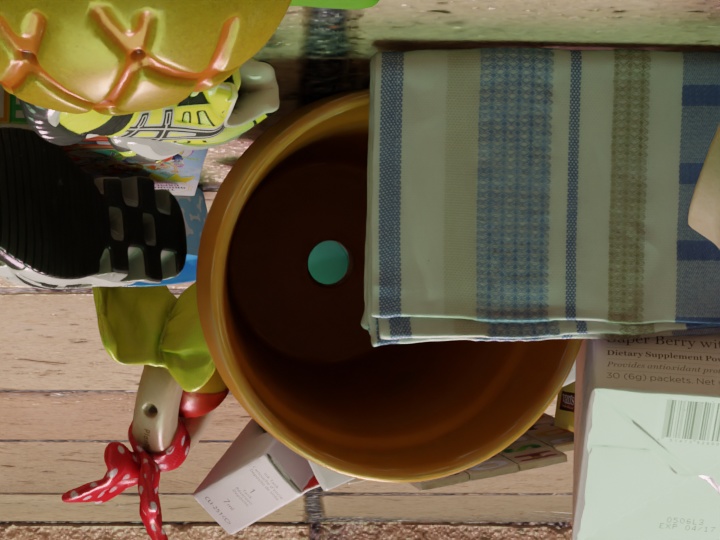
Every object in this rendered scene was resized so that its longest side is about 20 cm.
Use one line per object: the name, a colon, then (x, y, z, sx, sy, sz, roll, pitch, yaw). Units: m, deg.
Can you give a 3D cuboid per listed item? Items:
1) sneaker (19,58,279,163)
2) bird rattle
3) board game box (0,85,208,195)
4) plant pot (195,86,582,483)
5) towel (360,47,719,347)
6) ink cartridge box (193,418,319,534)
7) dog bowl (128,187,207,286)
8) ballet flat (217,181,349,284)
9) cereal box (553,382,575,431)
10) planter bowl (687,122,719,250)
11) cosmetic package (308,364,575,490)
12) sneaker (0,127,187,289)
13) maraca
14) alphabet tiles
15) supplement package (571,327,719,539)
sneaker: (-0.100, -0.096, 1.173, 0.076, 0.076, 0.200, -12, 176, 17)
bird rattle: (-0.122, 0.084, 1.750, 0.112, 0.201, 0.163, 11, -157, 19)
board game box: (-0.181, -0.073, 1.344, 0.199, 0.034, 0.134, 1, 169, -7)
plant pot: (0.000, 0.000, 1.372, 0.199, 0.201, 0.183, 3, -176, -15)
towel: (0.099, -0.037, 1.267, 0.199, 0.148, 0.024, -1, -172, -4)
ink cartridge box: (-0.006, 0.080, 1.759, 0.045, 0.200, 0.176, 48, 137, -10)
dog bowl: (-0.179, -0.029, 1.524, 0.199, 0.050, 0.111, 5, 167, -27)
ballet flat: (-0.003, 0.012, 1.511, 0.076, 0.200, 0.064, -47, -178, 19)
cereal box: (0.243, 0.099, 1.661, 0.199, 0.040, 0.144, 7, 180, -17)
planter bowl: (0.230, -0.048, 1.151, 0.134, 0.201, 0.200, 26, 173, 11)
cosmetic package: (0.048, 0.056, 1.625, 0.199, 0.074, 0.102, -25, -162, 1)
sneaker: (-0.174, -0.022, 1.322, 0.088, 0.074, 0.200, -7, 166, 23)
maraca: (-0.075, -0.114, 0.965, 0.199, 0.108, 0.137, -2, 175, 8)
alphabet tiles: (0.064, 0.121, 1.724, 0.166, 0.008, 0.200, -10, -174, -12)
supplement package: (0.177, 0.039, 1.369, 0.121, 0.200, 0.120, 4, 131, 2)
